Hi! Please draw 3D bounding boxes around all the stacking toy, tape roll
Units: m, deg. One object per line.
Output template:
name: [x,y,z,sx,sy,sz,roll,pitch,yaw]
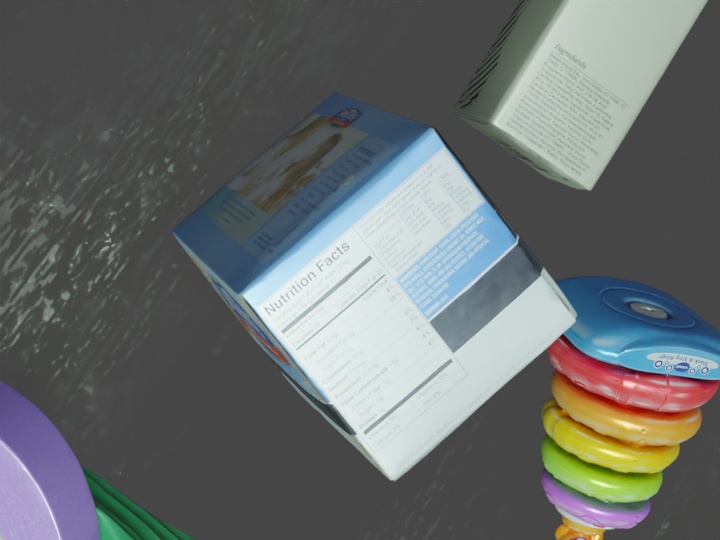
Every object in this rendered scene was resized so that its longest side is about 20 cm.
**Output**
stacking toy: [0.147,0.115,1.127,0.115,0.110,0.201,9,108,-20]
tape roll: [-0.243,0.151,0.986,0.199,0.066,0.202,2,102,8]

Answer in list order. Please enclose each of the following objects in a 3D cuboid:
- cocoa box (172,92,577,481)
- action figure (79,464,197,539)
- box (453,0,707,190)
cocoa box: [0.000,0.000,0.998,0.133,0.200,0.131,-41,108,-5]
action figure: [-0.135,0.160,1.051,0.200,0.118,0.055,40,100,-11]
box: [0.145,-0.154,1.083,0.082,0.068,0.201,33,89,-20]
